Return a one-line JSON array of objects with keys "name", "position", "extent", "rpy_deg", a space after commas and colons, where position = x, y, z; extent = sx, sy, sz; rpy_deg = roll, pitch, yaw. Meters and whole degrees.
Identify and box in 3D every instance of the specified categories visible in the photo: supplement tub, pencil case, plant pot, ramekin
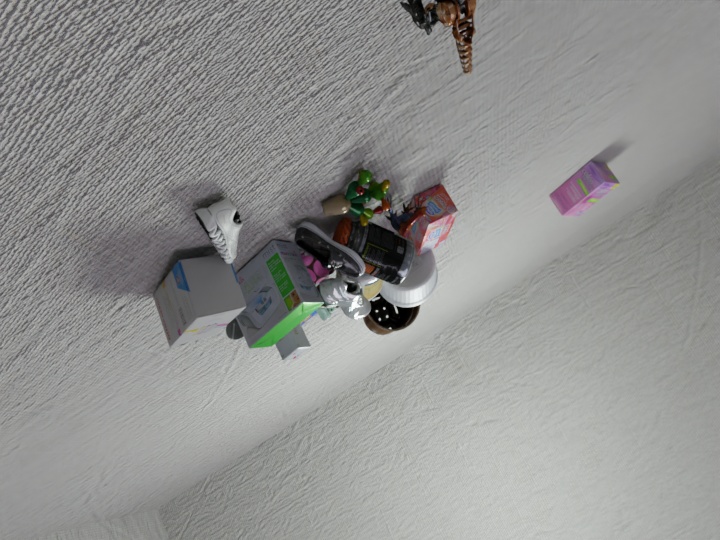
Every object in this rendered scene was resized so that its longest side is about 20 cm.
[{"name": "supplement tub", "position": [0.000, 0.000, 1.714], "extent": [0.141, 0.147, 0.201], "rpy_deg": [-25, 161, -13]}, {"name": "pencil case", "position": [-0.156, 0.004, 1.585], "extent": [0.198, 0.093, 0.093], "rpy_deg": [-35, 153, 18]}, {"name": "supplement tub", "position": [0.029, -0.053, 1.546], "extent": [0.195, 0.125, 0.123], "rpy_deg": [22, 140, -16]}, {"name": "plant pot", "position": [0.093, 0.129, 2.132], "extent": [0.196, 0.205, 0.199], "rpy_deg": [-24, 169, -15]}, {"name": "ramekin", "position": [0.138, -0.004, 1.845], "extent": [0.196, 0.203, 0.098], "rpy_deg": [-26, 154, -8]}]

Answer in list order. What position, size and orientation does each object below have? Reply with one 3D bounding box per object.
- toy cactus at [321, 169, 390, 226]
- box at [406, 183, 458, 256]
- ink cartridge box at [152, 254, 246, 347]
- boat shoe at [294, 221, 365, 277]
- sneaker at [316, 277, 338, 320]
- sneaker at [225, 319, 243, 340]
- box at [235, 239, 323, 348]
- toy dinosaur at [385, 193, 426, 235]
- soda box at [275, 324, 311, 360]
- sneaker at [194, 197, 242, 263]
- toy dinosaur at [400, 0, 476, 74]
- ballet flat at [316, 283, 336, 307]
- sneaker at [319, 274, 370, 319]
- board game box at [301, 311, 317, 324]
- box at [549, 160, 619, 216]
[{"name": "toy cactus", "position": [-0.008, -0.157, 1.421], "extent": [0.160, 0.105, 0.200], "rpy_deg": [-18, 169, -3]}, {"name": "box", "position": [0.195, -0.139, 1.736], "extent": [0.100, 0.096, 0.201], "rpy_deg": [-24, 160, -14]}, {"name": "ink cartridge box", "position": [-0.362, 0.071, 1.350], "extent": [0.123, 0.132, 0.199], "rpy_deg": [-11, 163, -41]}, {"name": "boat shoe", "position": [-0.075, -0.035, 1.453], "extent": [0.069, 0.198, 0.067], "rpy_deg": [-33, -154, 42]}, {"name": "sneaker", "position": [-0.123, 0.089, 1.712], "extent": [0.072, 0.121, 0.199], "rpy_deg": [-20, -175, 29]}, {"name": "sneaker", "position": [-0.292, 0.133, 1.753], "extent": [0.196, 0.072, 0.080], "rpy_deg": [-25, 176, -6]}, {"name": "box", "position": [-0.214, 0.058, 1.491], "extent": [0.198, 0.180, 0.096], "rpy_deg": [-37, 160, 23]}, {"name": "toy dinosaur", "position": [0.129, -0.126, 1.578], "extent": [0.102, 0.205, 0.182], "rpy_deg": [-17, -155, -3]}, {"name": "soda box", "position": [-0.212, 0.136, 1.648], "extent": [0.063, 0.203, 0.068], "rpy_deg": [-37, 160, 22]}, {"name": "sneaker", "position": [-0.271, -0.078, 1.240], "extent": [0.080, 0.076, 0.201], "rpy_deg": [-37, 165, -14]}, {"name": "toy dinosaur", "position": [0.128, -0.399, 0.913], "extent": [0.099, 0.136, 0.206], "rpy_deg": [-7, 113, -16]}, {"name": "ballet flat", "position": [-0.118, 0.070, 1.616], "extent": [0.074, 0.070, 0.198], "rpy_deg": [-6, -176, 36]}, {"name": "sneaker", "position": [-0.021, 0.070, 1.588], "extent": [0.079, 0.072, 0.199], "rpy_deg": [-22, 149, 26]}, {"name": "board game box", "position": [-0.215, 0.142, 1.900], "extent": [0.198, 0.046, 0.133], "rpy_deg": [-38, 160, 21]}, {"name": "box", "position": [0.840, -0.302, 2.293], "extent": [0.173, 0.098, 0.200], "rpy_deg": [-6, 149, -50]}]
